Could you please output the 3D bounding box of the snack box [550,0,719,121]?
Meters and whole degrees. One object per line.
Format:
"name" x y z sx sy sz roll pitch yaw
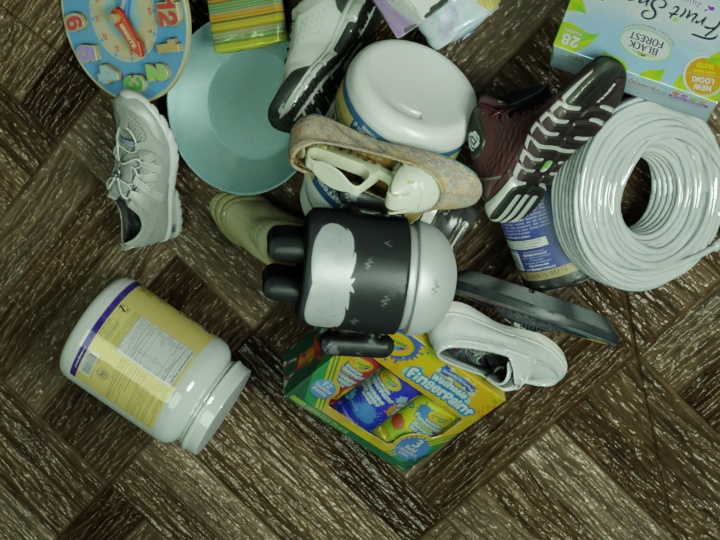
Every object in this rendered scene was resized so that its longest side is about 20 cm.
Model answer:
"snack box" 0.296 -0.269 1.272 0.167 0.068 0.202 20 84 9

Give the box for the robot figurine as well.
"robot figurine" 0.000 0.001 1.348 0.198 0.126 0.151 6 143 -6

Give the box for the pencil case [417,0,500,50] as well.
"pencil case" 0.060 -0.328 1.368 0.090 0.083 0.201 -36 97 10

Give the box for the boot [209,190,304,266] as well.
"boot" -0.071 -0.023 1.524 0.155 0.199 0.073 30 93 47

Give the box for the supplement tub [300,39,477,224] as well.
"supplement tub" 0.024 -0.129 1.399 0.144 0.145 0.201 34 136 3

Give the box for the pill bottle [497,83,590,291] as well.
"pill bottle" 0.192 -0.089 1.399 0.111 0.112 0.202 -17 104 23

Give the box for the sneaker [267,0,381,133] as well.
"sneaker" -0.050 -0.235 1.409 0.079 0.074 0.201 25 71 17

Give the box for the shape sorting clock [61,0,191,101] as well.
"shape sorting clock" -0.270 -0.290 1.495 0.198 0.039 0.202 12 113 28

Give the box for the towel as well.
"towel" -0.131 -0.343 1.438 0.085 0.018 0.202 -6 94 14

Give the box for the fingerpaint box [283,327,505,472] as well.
"fingerpaint box" 0.038 0.124 1.505 0.166 0.074 0.199 -38 123 25

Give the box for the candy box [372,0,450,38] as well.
"candy box" 0.071 -0.357 1.294 0.168 0.199 0.071 54 160 -7

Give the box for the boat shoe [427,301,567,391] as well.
"boat shoe" 0.155 0.098 1.458 0.199 0.069 0.072 30 131 -35

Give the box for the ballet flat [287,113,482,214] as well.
"ballet flat" 0.019 -0.090 1.283 0.198 0.068 0.069 18 132 6

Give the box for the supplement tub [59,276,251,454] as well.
"supplement tub" -0.248 0.117 1.601 0.199 0.145 0.146 33 116 3

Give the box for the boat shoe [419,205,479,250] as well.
"boat shoe" 0.073 0.000 1.496 0.060 0.074 0.201 25 114 2

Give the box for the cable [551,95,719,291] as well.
"cable" 0.284 -0.081 1.336 0.069 0.199 0.202 21 138 60

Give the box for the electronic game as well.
"electronic game" 0.181 0.044 1.412 0.198 0.200 0.042 19 89 10

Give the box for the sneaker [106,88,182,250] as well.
"sneaker" -0.258 -0.111 1.526 0.074 0.082 0.202 22 131 40

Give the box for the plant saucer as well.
"plant saucer" -0.127 -0.188 1.492 0.199 0.039 0.203 5 101 25

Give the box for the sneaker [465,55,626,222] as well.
"sneaker" 0.162 -0.153 1.277 0.200 0.075 0.116 -52 53 28
